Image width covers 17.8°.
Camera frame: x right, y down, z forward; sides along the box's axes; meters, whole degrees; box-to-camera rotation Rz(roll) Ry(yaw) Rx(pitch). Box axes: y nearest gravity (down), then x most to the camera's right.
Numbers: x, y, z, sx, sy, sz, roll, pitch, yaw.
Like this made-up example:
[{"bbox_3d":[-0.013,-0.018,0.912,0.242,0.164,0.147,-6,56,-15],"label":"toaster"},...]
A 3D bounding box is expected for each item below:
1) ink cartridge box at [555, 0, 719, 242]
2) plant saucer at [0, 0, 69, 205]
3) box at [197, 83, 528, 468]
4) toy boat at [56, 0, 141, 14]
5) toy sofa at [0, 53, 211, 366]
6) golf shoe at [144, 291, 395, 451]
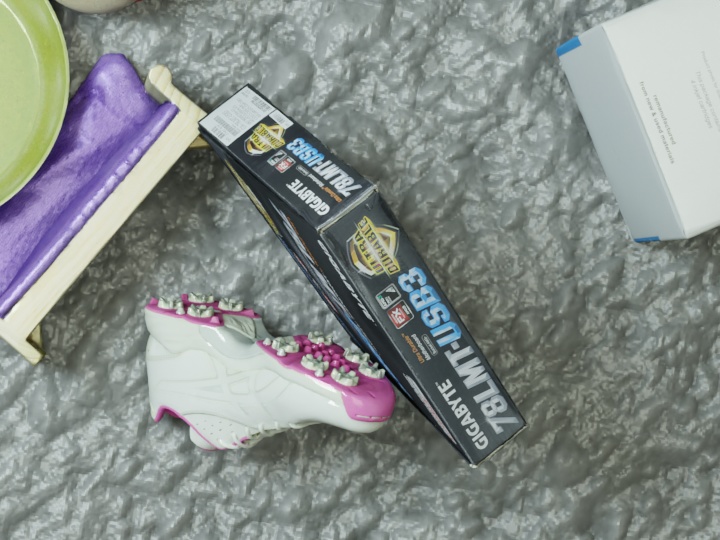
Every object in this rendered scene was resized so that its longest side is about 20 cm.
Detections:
[{"bbox_3d":[0.254,-0.122,1.470,0.199,0.147,0.145,-23,91,-7],"label":"ink cartridge box"},{"bbox_3d":[-0.283,-0.118,1.454,0.199,0.031,0.201,1,79,-4],"label":"plant saucer"},{"bbox_3d":[0.000,0.000,1.380,0.050,0.199,0.200,-37,122,-5],"label":"box"},{"bbox_3d":[-0.177,-0.270,1.444,0.130,0.131,0.200,-25,117,36],"label":"toy boat"},{"bbox_3d":[-0.181,-0.043,1.452,0.098,0.083,0.200,40,85,-6],"label":"toy sofa"},{"bbox_3d":[-0.059,0.077,1.434,0.075,0.199,0.092,-1,105,-47],"label":"golf shoe"}]
